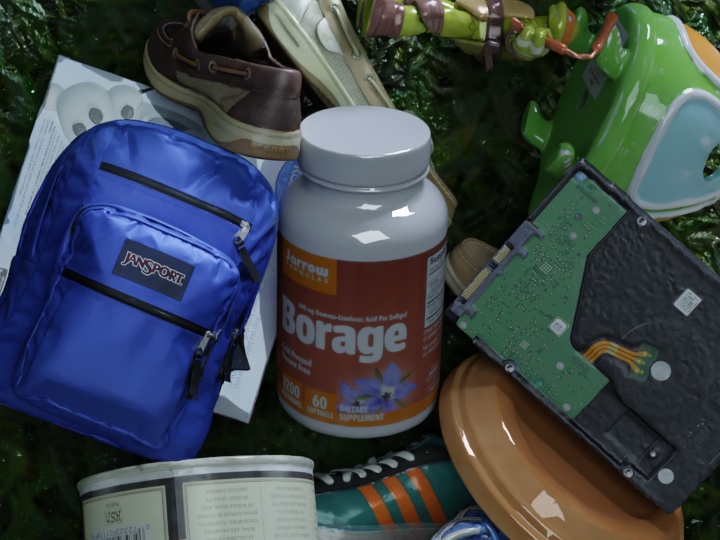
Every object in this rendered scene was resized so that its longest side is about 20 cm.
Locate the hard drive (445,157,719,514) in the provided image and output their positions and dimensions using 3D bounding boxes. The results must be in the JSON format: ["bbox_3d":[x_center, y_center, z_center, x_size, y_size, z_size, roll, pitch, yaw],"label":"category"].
[{"bbox_3d":[0.173,0.042,1.071,0.200,0.038,0.140,40,102,2],"label":"hard drive"}]

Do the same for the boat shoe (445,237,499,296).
[{"bbox_3d":[0.151,0.026,1.134,0.200,0.074,0.069,32,121,10],"label":"boat shoe"}]

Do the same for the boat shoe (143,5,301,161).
[{"bbox_3d":[-0.086,-0.136,1.059,0.072,0.200,0.072,3,113,-25],"label":"boat shoe"}]

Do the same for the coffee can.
[{"bbox_3d":[-0.090,0.219,0.977,0.146,0.146,0.200,-3,77,-11],"label":"coffee can"}]

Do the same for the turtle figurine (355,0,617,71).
[{"bbox_3d":[0.079,-0.172,1.110,0.161,0.200,0.064,6,118,-6],"label":"turtle figurine"}]

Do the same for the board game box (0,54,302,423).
[{"bbox_3d":[-0.142,-0.020,1.121,0.199,0.043,0.200,18,85,-8],"label":"board game box"}]

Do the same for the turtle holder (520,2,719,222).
[{"bbox_3d":[0.190,-0.085,1.136,0.132,0.141,0.186,20,83,-12],"label":"turtle holder"}]

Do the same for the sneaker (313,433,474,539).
[{"bbox_3d":[0.022,0.151,1.136,0.200,0.071,0.080,5,87,-18],"label":"sneaker"}]

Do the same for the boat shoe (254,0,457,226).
[{"bbox_3d":[0.009,-0.116,1.140,0.063,0.073,0.201,-38,87,-6],"label":"boat shoe"}]

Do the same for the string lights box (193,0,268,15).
[{"bbox_3d":[-0.090,-0.223,1.057,0.059,0.200,0.103,-39,96,-9],"label":"string lights box"}]

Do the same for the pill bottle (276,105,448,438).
[{"bbox_3d":[0.000,0.000,1.075,0.112,0.112,0.200,-4,117,-11],"label":"pill bottle"}]

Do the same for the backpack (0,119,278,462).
[{"bbox_3d":[-0.133,0.009,1.018,0.162,0.168,0.200,24,82,-16],"label":"backpack"}]

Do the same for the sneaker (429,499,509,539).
[{"bbox_3d":[0.081,0.190,1.053,0.076,0.077,0.200,45,49,7],"label":"sneaker"}]

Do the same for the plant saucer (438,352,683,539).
[{"bbox_3d":[0.143,0.127,1.101,0.200,0.200,0.037,35,121,-8],"label":"plant saucer"}]
